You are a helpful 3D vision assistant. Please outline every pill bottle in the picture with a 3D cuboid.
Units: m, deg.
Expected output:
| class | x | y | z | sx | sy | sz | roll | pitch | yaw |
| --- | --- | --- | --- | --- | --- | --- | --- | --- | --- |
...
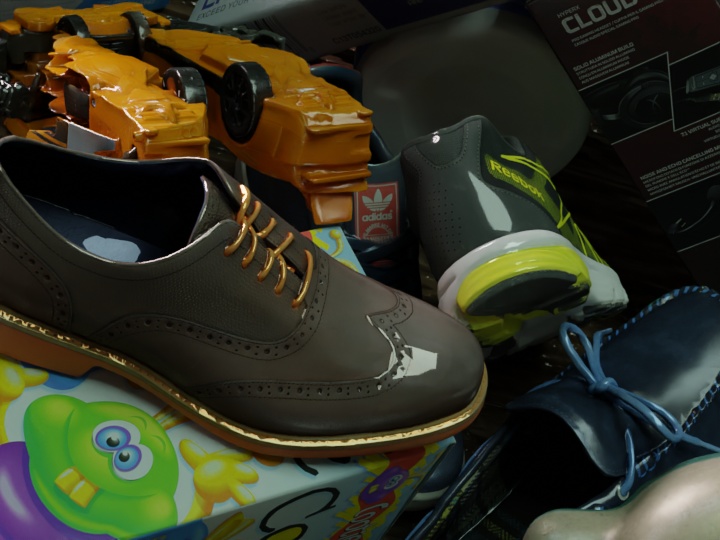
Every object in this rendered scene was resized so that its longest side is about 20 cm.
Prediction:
| class | x | y | z | sx | sy | sz | roll | pitch | yaw |
| --- | --- | --- | --- | --- | --- | --- | --- | --- | --- |
| pill bottle | 0.057 | -0.144 | 0.921 | 0.113 | 0.114 | 0.201 | 18 | 49 | -14 |

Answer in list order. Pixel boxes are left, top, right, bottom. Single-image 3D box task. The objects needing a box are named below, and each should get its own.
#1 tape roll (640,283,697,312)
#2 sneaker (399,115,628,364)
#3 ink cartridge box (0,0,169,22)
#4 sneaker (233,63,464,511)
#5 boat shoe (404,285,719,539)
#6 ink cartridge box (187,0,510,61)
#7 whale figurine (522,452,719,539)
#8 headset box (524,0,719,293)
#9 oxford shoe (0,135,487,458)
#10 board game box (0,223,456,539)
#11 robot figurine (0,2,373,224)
| class | x | y | z | sx | sy | sz | roll | pitch | yaw |
| --- | --- | --- | --- | --- | --- | --- | --- | --- | --- |
| tape roll | 0.186 | 0.100 | 0.840 | 0.199 | 0.048 | 0.202 | 14 | 50 | -17 |
| sneaker | 0.062 | -0.014 | 0.778 | 0.074 | 0.200 | 0.085 | -21 | 80 | 4 |
| ink cartridge box | -0.116 | -0.197 | 0.814 | 0.115 | 0.200 | 0.067 | -13 | 61 | -34 |
| sneaker | 0.000 | 0.000 | 0.798 | 0.074 | 0.085 | 0.201 | -6 | 58 | -30 |
| boat shoe | 0.089 | 0.077 | 0.743 | 0.084 | 0.069 | 0.200 | 23 | 62 | 35 |
| ink cartridge box | 0.024 | -0.189 | 0.861 | 0.043 | 0.195 | 0.201 | 39 | 57 | -33 |
| whale figurine | 0.112 | 0.154 | 0.701 | 0.159 | 0.200 | 0.104 | 50 | 6 | 1 |
| headset box | 0.148 | -0.108 | 0.850 | 0.201 | 0.077 | 0.149 | 56 | 28 | -26 |
| oxford shoe | -0.041 | 0.009 | 0.636 | 0.198 | 0.073 | 0.072 | 14 | 49 | -16 |
| board game box | -0.085 | 0.068 | 0.689 | 0.199 | 0.103 | 0.105 | -13 | 61 | -34 |
| robot figurine | -0.087 | -0.067 | 0.774 | 0.144 | 0.059 | 0.200 | -7 | 20 | -29 |
